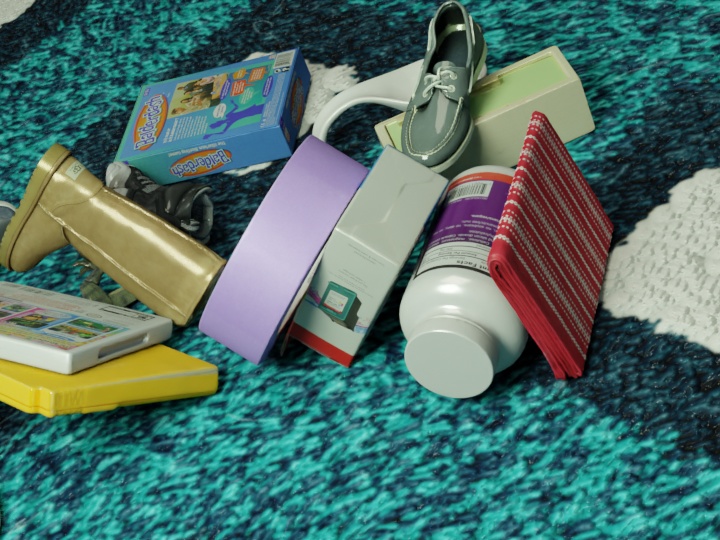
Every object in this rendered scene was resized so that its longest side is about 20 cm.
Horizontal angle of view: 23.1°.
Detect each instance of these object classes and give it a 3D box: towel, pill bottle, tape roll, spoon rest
[{"bbox_3d":[0.161,-0.022,1.485,0.022,0.145,0.201,-17,34,31],"label":"towel"},{"bbox_3d":[0.100,0.011,1.502,0.111,0.113,0.201,-4,41,25],"label":"pill bottle"},{"bbox_3d":[-0.067,-0.018,1.566,0.065,0.201,0.201,29,51,2],"label":"tape roll"},{"bbox_3d":[0.038,-0.176,1.821,0.198,0.061,0.100,-26,36,-1],"label":"spoon rest"}]

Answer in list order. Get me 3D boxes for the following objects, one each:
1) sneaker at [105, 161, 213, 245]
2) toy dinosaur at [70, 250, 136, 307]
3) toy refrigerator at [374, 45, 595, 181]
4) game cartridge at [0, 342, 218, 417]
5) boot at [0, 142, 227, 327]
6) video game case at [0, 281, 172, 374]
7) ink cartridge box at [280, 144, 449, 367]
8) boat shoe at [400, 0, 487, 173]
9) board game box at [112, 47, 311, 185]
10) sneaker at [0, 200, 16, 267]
[{"bbox_3d":[-0.207,-0.063,1.814,0.112,0.076,0.200,1,16,-5],"label":"sneaker"},{"bbox_3d":[-0.270,0.032,1.749,0.088,0.048,0.200,32,62,34],"label":"toy dinosaur"},{"bbox_3d":[0.120,-0.142,1.722,0.198,0.070,0.076,-24,36,1],"label":"toy refrigerator"},{"bbox_3d":[-0.257,0.089,1.584,0.199,0.033,0.175,-7,17,-45],"label":"game cartridge"},{"bbox_3d":[-0.242,-0.007,1.688,0.199,0.176,0.066,36,48,2],"label":"boot"},{"bbox_3d":[-0.302,0.050,1.618,0.198,0.024,0.182,12,13,22],"label":"video game case"},{"bbox_3d":[0.000,0.000,1.557,0.067,0.201,0.117,29,51,2],"label":"ink cartridge box"},{"bbox_3d":[0.075,-0.176,1.682,0.072,0.062,0.201,0,49,22],"label":"boat shoe"},{"bbox_3d":[-0.161,-0.166,1.936,0.198,0.045,0.153,-11,38,18],"label":"board game box"},{"bbox_3d":[-0.425,0.017,1.815,0.202,0.077,0.146,-38,25,-2],"label":"sneaker"}]
